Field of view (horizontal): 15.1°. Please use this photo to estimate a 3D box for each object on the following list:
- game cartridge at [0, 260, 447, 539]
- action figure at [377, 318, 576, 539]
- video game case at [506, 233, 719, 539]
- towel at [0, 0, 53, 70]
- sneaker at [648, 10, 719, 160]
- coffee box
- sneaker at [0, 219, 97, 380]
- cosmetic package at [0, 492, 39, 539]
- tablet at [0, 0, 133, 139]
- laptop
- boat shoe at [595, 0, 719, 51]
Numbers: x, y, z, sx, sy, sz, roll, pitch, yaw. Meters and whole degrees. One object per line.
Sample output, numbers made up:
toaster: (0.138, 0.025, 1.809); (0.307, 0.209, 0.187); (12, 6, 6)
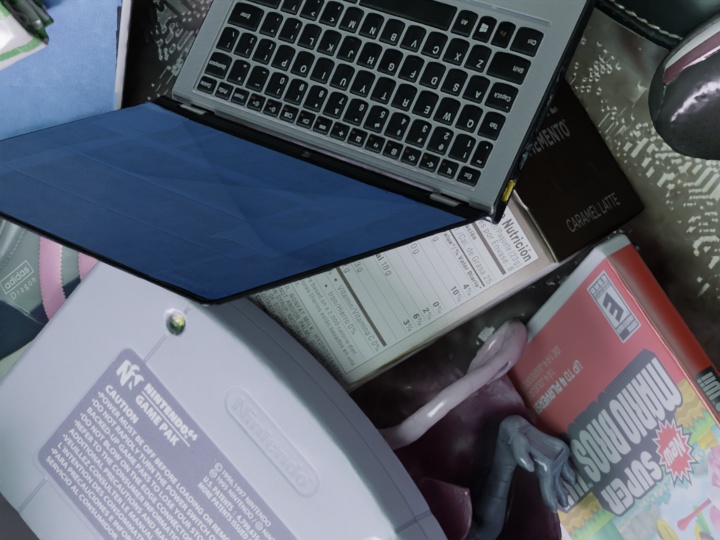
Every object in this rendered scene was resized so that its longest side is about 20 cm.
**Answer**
game cartridge: (-0.053, 0.091, 1.045); (0.200, 0.041, 0.133); (48, 120, 12)
action figure: (-0.019, 0.109, 1.107); (0.199, 0.134, 0.150); (1, 115, 36)
video game case: (0.126, 0.099, 1.060); (0.201, 0.017, 0.143); (56, 150, 12)
towel: (-0.234, -0.126, 1.051); (0.152, 0.023, 0.200); (-24, 133, 20)
sneaker: (0.199, -0.049, 0.988); (0.199, 0.076, 0.116); (-15, 55, 26)
coffee box: (0.000, 0.000, 1.092); (0.199, 0.114, 0.080); (-32, 89, 25)
sneaker: (-0.113, -0.031, 1.147); (0.200, 0.070, 0.082); (-38, 104, 25)
cosmetic package: (-0.204, 0.159, 1.171); (0.199, 0.199, 0.124); (-15, 98, 25)
tablet: (-0.197, -0.089, 1.126); (0.199, 0.014, 0.130); (3, 141, -7)
laptop: (-0.035, -0.084, 0.986); (0.187, 0.116, 0.201); (22, 85, 44)
boat shoe: (0.074, -0.153, 1.048); (0.200, 0.060, 0.076); (42, 116, 8)
